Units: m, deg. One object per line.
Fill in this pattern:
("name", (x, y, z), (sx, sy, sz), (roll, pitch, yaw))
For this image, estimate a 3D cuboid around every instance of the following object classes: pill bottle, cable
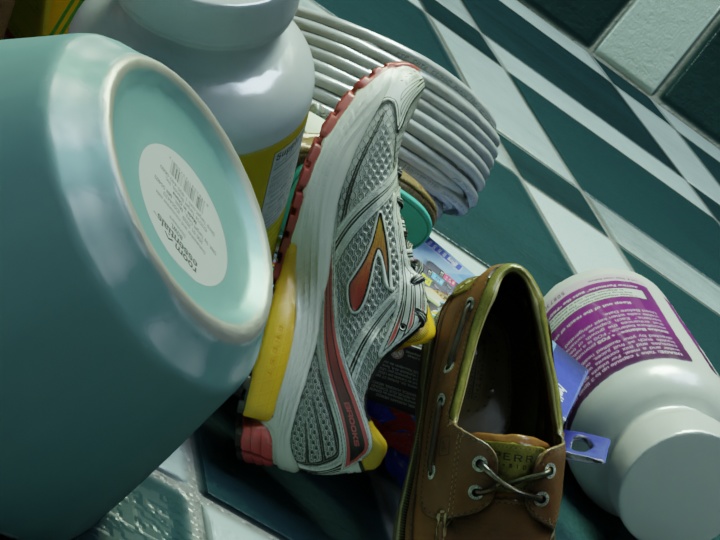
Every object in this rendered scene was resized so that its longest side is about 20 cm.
("pill bottle", (0.176, 0.089, 1.280), (0.112, 0.113, 0.200), (32, 16, -22))
("pill bottle", (-0.082, -0.063, 0.901), (0.111, 0.201, 0.113), (8, 43, -8))
("cable", (-0.013, -0.097, 1.211), (0.199, 0.070, 0.199), (20, -6, 40))

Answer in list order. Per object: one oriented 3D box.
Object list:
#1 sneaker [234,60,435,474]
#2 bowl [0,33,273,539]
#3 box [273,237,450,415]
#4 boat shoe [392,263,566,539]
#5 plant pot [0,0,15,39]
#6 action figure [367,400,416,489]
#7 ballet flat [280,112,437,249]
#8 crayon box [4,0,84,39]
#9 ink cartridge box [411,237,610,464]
("sneaker", (0.000, 0.000, 0.954), (0.081, 0.202, 0.078), (14, -3, -2))
("bowl", (-0.106, -0.010, 0.766), (0.201, 0.104, 0.202), (51, 25, -35))
("box", (-0.013, 0.025, 1.037), (0.198, 0.035, 0.110), (19, 17, 1))
("boat shoe", (0.056, 0.092, 0.911), (0.071, 0.068, 0.202), (6, 62, -17))
("plant pot", (-0.218, -0.182, 0.920), (0.186, 0.201, 0.187), (30, 23, -14))
("action figure", (0.033, 0.101, 1.038), (0.065, 0.052, 0.200), (16, 25, -47))
("ballet flat", (-0.053, -0.055, 1.061), (0.198, 0.068, 0.073), (4, 46, -25))
("crayon box", (-0.168, -0.164, 1.037), (0.050, 0.201, 0.127), (-14, 47, -32))
("ink cartridge box", (0.054, 0.055, 1.164), (0.200, 0.076, 0.136), (41, 15, 2))
